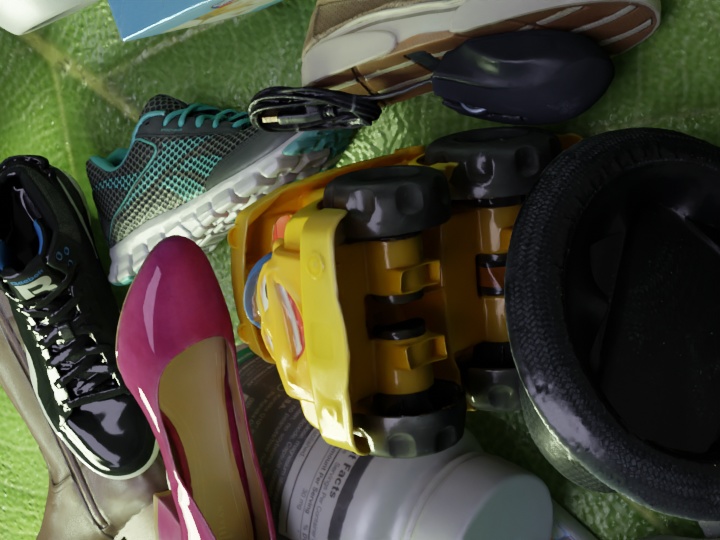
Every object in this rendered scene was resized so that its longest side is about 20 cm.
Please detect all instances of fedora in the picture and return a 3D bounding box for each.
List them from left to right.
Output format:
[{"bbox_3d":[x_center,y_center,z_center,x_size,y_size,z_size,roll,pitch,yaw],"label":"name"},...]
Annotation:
[{"bbox_3d":[0.133,0.034,0.874,0.201,0.200,0.092,55,143,8],"label":"fedora"}]

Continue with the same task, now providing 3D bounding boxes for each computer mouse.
[{"bbox_3d":[0.032,-0.084,0.941,0.199,0.059,0.034,-8,70,28],"label":"computer mouse"}]

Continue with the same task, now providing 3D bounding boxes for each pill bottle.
[{"bbox_3d":[-0.002,0.120,1.018,0.199,0.113,0.114,22,116,36],"label":"pill bottle"}]

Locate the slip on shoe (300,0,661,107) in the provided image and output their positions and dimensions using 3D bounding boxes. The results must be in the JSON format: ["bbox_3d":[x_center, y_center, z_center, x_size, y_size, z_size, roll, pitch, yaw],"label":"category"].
[{"bbox_3d":[0.057,-0.132,0.948,0.199,0.076,0.061,-12,66,35],"label":"slip on shoe"}]

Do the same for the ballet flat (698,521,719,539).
[{"bbox_3d":[0.212,0.154,0.936,0.064,0.067,0.201,-22,91,64],"label":"ballet flat"}]

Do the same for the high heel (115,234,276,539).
[{"bbox_3d":[-0.073,0.084,0.942,0.096,0.067,0.201,30,125,44],"label":"high heel"}]

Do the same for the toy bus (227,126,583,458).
[{"bbox_3d":[0.000,0.000,0.948,0.191,0.199,0.137,9,110,41],"label":"toy bus"}]

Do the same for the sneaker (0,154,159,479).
[{"bbox_3d":[-0.180,0.030,1.098,0.073,0.112,0.201,-21,85,4],"label":"sneaker"}]

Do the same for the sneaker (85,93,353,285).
[{"bbox_3d":[-0.091,-0.065,1.064,0.199,0.077,0.092,-29,83,36],"label":"sneaker"}]

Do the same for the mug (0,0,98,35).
[{"bbox_3d":[-0.200,-0.228,1.059,0.176,0.147,0.200,65,158,-8],"label":"mug"}]

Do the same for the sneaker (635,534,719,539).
[{"bbox_3d":[0.140,0.174,0.915,0.074,0.082,0.200,66,151,8],"label":"sneaker"}]

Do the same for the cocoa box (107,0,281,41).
[{"bbox_3d":[-0.036,-0.214,0.940,0.199,0.133,0.132,-18,94,37],"label":"cocoa box"}]

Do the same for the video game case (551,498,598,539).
[{"bbox_3d":[0.120,0.223,1.037,0.200,0.018,0.144,41,123,18],"label":"video game case"}]

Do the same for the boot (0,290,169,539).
[{"bbox_3d":[-0.212,0.105,1.203,0.186,0.064,0.201,-33,88,24],"label":"boot"}]
